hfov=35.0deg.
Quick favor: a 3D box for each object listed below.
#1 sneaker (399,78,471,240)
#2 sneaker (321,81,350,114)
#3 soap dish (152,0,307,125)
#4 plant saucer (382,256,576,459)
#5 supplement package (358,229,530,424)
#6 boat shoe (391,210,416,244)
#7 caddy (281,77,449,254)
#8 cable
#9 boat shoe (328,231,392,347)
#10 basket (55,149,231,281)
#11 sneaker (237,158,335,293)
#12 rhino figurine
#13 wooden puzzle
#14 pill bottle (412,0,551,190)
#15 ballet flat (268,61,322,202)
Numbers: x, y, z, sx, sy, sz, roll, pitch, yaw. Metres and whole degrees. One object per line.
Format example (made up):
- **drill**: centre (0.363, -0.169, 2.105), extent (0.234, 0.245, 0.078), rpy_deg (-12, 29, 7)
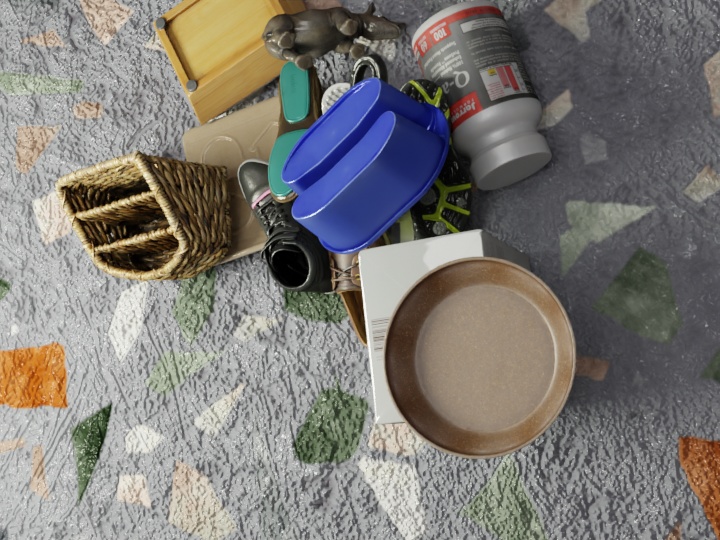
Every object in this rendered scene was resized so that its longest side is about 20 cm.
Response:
- **sneaker**: centre (0.082, -0.121, 1.331), extent (0.075, 0.076, 0.201), rpy_deg (-7, 95, -8)
- **sneaker**: centre (-0.004, -0.136, 1.423), extent (0.078, 0.079, 0.201), rpy_deg (-3, 102, 7)
- **soap dish**: centre (-0.167, -0.310, 1.496), extent (0.200, 0.081, 0.158), rpy_deg (-32, 69, 12)
- **plant saucer**: centre (0.121, 0.087, 1.147), extent (0.200, 0.037, 0.201), rpy_deg (-3, 83, 22)
- **supplement package**: centre (0.107, 0.071, 1.282), extent (0.147, 0.200, 0.192), rpy_deg (-9, 80, 21)
- **boat shoe**: centre (0.071, -0.114, 1.393), extent (0.065, 0.072, 0.201), rpy_deg (0, 69, -8)
- **caddy**: centre (0.008, -0.110, 1.242), extent (0.200, 0.105, 0.142), rpy_deg (-42, 39, 22)
- **cable**: centre (0.007, -0.154, 1.353), extent (0.097, 0.050, 0.201), rpy_deg (9, 103, 46)
- **boat shoe**: centre (0.000, 0.000, 1.352), extent (0.072, 0.068, 0.201), rpy_deg (-1, 119, 39)
- **basket**: centre (-0.280, -0.059, 1.451), extent (0.200, 0.149, 0.143), rpy_deg (-9, 81, 41)
- **sneaker**: centre (-0.096, -0.055, 1.378), extent (0.071, 0.099, 0.200), rpy_deg (-38, 81, 19)
- **rhino figurine**: centre (-0.030, -0.295, 1.410), extent (0.087, 0.199, 0.060), rpy_deg (39, 136, 50)
- **wooden puzzle**: centre (-0.131, -0.119, 1.488), extent (0.185, 0.046, 0.201), rpy_deg (-18, 73, 19)
- **pill bottle**: centre (0.146, -0.206, 1.345), extent (0.116, 0.116, 0.201), rpy_deg (-25, 75, 17)
- **ballet flat**: centre (-0.072, -0.163, 1.405), extent (0.068, 0.072, 0.201), rpy_deg (-11, 63, 20)
